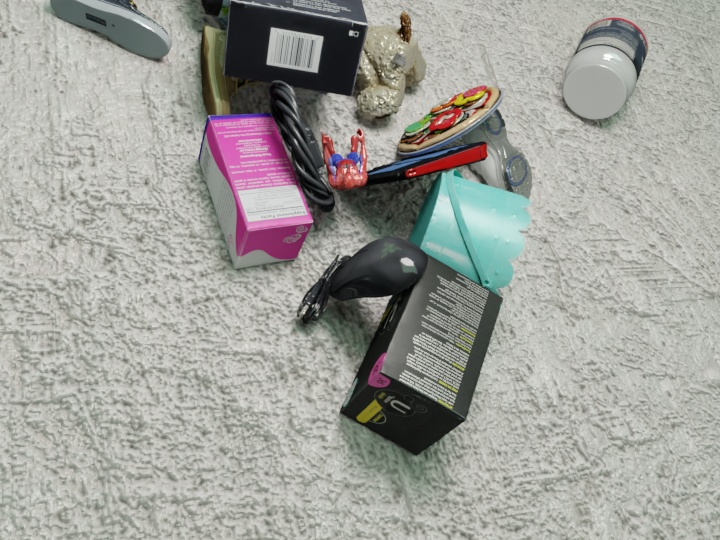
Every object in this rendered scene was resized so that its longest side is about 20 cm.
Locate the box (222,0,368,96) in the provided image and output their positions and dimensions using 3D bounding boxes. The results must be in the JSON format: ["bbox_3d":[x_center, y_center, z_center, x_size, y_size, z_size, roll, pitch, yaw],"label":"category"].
[{"bbox_3d":[-0.100,-0.370,1.130,0.195,0.118,0.200,7,36,-10],"label":"box"}]

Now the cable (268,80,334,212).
[{"bbox_3d":[-0.090,-0.179,1.079,0.051,0.201,0.163,-18,34,3],"label":"cable"}]

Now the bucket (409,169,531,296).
[{"bbox_3d":[0.150,-0.041,1.093,0.134,0.207,0.208,19,53,-4],"label":"bucket"}]

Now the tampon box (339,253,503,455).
[{"bbox_3d":[0.082,0.113,0.990,0.126,0.150,0.200,29,53,-4],"label":"tampon box"}]

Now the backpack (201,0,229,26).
[{"bbox_3d":[-0.176,-0.479,1.280,0.199,0.154,0.164,-10,46,-14],"label":"backpack"}]

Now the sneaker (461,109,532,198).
[{"bbox_3d":[0.233,-0.193,1.303,0.074,0.087,0.201,-23,88,-34],"label":"sneaker"}]

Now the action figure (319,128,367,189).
[{"bbox_3d":[-0.026,-0.185,1.115,0.065,0.099,0.200,-7,28,-2],"label":"action figure"}]

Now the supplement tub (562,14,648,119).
[{"bbox_3d":[0.497,-0.414,1.508,0.140,0.140,0.200,32,53,0],"label":"supplement tub"}]

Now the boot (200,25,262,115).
[{"bbox_3d":[-0.179,-0.316,1.206,0.155,0.073,0.201,2,51,-19],"label":"boot"}]

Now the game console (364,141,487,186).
[{"bbox_3d":[0.081,-0.162,1.152,0.176,0.200,0.031,-17,99,-31],"label":"game console"}]

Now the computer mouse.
[{"bbox_3d":[0.000,0.000,1.002,0.053,0.199,0.139,54,46,-23],"label":"computer mouse"}]

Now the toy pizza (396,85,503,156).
[{"bbox_3d":[0.143,-0.256,1.235,0.032,0.200,0.200,56,50,-21],"label":"toy pizza"}]

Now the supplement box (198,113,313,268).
[{"bbox_3d":[-0.156,-0.117,1.071,0.103,0.101,0.201,-8,63,-26],"label":"supplement box"}]

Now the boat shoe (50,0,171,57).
[{"bbox_3d":[-0.384,-0.420,1.189,0.199,0.071,0.091,24,57,-4],"label":"boat shoe"}]

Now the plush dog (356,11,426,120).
[{"bbox_3d":[0.010,-0.378,1.298,0.171,0.161,0.200,15,48,20],"label":"plush dog"}]
